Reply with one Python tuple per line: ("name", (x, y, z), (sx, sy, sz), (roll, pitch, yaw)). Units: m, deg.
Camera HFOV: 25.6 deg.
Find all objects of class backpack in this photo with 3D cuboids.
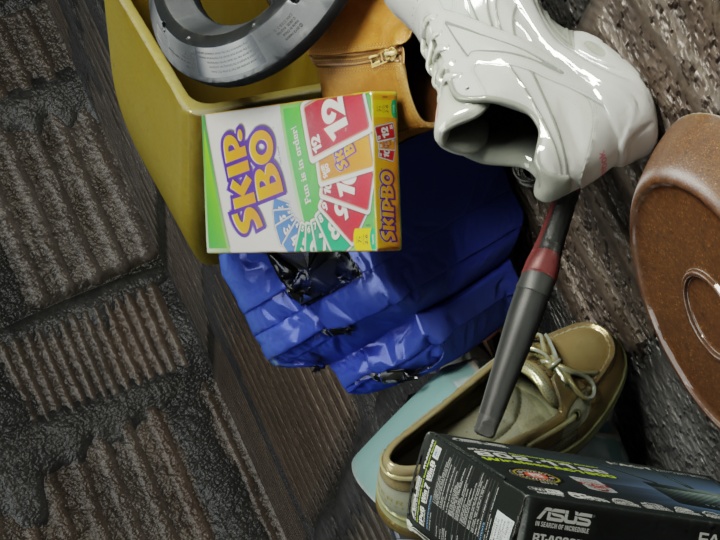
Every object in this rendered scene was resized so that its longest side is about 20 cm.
("backpack", (0.000, 0.000, 1.130), (0.199, 0.162, 0.169), (-22, 90, 49))

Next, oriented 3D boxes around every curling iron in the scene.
("curling iron", (0.097, 0.000, 0.939), (0.026, 0.049, 0.202), (25, -104, -62))

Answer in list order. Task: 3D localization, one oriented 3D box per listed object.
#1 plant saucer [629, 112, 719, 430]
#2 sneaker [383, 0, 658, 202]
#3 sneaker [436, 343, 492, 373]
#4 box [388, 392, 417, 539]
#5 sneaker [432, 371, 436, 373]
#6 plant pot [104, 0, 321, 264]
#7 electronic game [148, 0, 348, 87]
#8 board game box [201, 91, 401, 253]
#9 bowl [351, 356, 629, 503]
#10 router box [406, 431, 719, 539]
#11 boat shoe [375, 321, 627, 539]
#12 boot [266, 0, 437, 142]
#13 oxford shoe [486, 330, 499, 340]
("plant saucer", (0.193, 0.019, 0.818), (0.201, 0.034, 0.201), (60, 164, 29))
("sneaker", (0.066, -0.114, 0.882), (0.200, 0.099, 0.078), (42, 155, 30))
("sneaker", (0.102, 0.131, 1.329), (0.084, 0.080, 0.201), (-97, -1, -54))
("box", (0.076, 0.234, 1.423), (0.199, 0.049, 0.201), (-65, -41, -69))
("sneaker", (0.040, -0.006, 1.342), (0.076, 0.075, 0.201), (7, 125, 56))
("plant pot", (-0.088, -0.120, 1.258), (0.195, 0.194, 0.201), (57, 149, 38))
("electronic game", (-0.065, -0.214, 1.022), (0.041, 0.200, 0.200), (23, -155, -46))
("board game box", (-0.047, -0.060, 1.026), (0.199, 0.030, 0.096), (0, 93, 53))
("bowl", (0.104, 0.131, 1.090), (0.106, 0.200, 0.201), (-65, 27, 9))
("router box", (0.143, 0.147, 0.879), (0.150, 0.198, 0.063), (-161, 82, -71))
("boat shoe", (0.091, 0.087, 0.984), (0.073, 0.200, 0.063), (43, 152, 34))
("boot", (0.003, -0.175, 1.022), (0.144, 0.070, 0.203), (-15, 80, 52))
("oxford shoe", (0.029, 0.018, 1.279), (0.199, 0.071, 0.074), (15, 176, 24))
